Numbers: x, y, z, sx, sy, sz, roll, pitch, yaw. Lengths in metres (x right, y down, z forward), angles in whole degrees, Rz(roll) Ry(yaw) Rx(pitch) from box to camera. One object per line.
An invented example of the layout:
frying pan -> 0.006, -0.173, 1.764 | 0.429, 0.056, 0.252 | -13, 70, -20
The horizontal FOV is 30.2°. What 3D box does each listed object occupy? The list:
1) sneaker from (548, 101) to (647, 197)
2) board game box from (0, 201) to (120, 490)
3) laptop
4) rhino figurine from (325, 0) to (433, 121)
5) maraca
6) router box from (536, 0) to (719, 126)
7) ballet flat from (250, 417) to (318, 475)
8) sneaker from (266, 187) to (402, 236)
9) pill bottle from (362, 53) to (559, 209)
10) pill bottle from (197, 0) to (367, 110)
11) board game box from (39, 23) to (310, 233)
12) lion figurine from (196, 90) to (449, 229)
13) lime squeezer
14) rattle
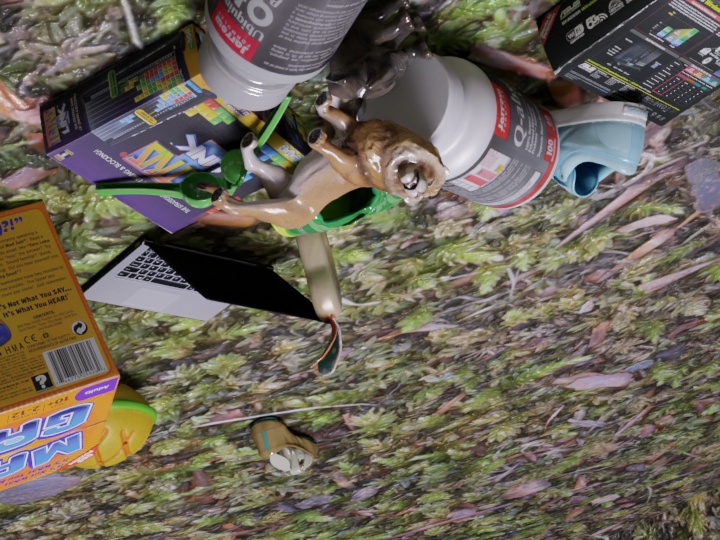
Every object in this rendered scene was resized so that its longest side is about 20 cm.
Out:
sneaker -> 0.201, -0.112, 1.327 | 0.073, 0.083, 0.200 | 12, 169, -28
board game box -> -0.373, 0.089, 1.284 | 0.199, 0.201, 0.200 | -17, 157, -27
laptop -> -0.167, 0.041, 1.443 | 0.187, 0.117, 0.200 | 14, 141, -45
rhino figurine -> 0.011, -0.173, 1.085 | 0.087, 0.200, 0.060 | -29, 110, 12
maraca -> -0.347, 0.188, 1.637 | 0.199, 0.108, 0.137 | 4, 148, -35
router box -> 0.282, -0.221, 1.243 | 0.150, 0.063, 0.199 | -33, 149, 33
ballet flat -> -0.112, 0.275, 1.991 | 0.068, 0.063, 0.200 | -22, 154, 13
sneaker -> 0.003, -0.078, 1.282 | 0.199, 0.075, 0.083 | -28, -160, -37
pill bottle -> 0.094, -0.131, 1.238 | 0.115, 0.117, 0.200 | -30, 155, 27
pill bottle -> -0.054, -0.213, 1.014 | 0.110, 0.111, 0.200 | 0, 149, -29
board game box -> -0.161, -0.120, 1.199 | 0.165, 0.057, 0.200 | -26, 152, 17
lion figurine -> -0.032, -0.080, 1.140 | 0.199, 0.073, 0.122 | -19, 142, 33
lime squeezer -> -0.131, -0.095, 1.177 | 0.199, 0.038, 0.071 | -24, 121, 18
rattle -> 0.000, 0.000, 1.352 | 0.142, 0.201, 0.131 | -6, 139, -12
